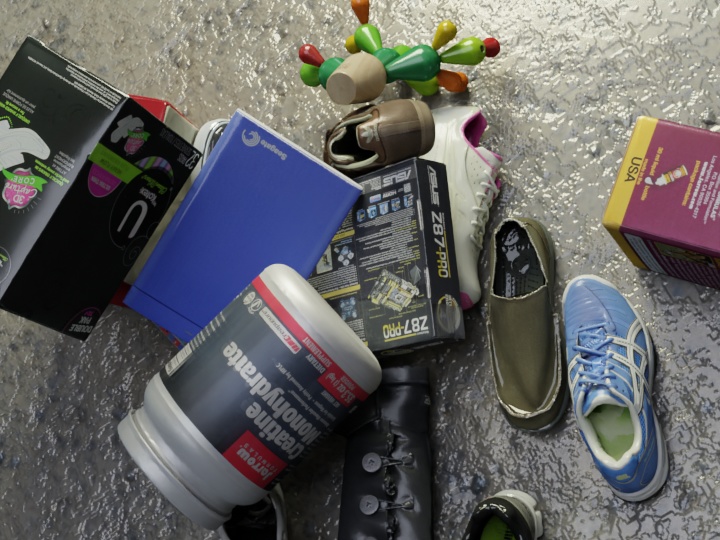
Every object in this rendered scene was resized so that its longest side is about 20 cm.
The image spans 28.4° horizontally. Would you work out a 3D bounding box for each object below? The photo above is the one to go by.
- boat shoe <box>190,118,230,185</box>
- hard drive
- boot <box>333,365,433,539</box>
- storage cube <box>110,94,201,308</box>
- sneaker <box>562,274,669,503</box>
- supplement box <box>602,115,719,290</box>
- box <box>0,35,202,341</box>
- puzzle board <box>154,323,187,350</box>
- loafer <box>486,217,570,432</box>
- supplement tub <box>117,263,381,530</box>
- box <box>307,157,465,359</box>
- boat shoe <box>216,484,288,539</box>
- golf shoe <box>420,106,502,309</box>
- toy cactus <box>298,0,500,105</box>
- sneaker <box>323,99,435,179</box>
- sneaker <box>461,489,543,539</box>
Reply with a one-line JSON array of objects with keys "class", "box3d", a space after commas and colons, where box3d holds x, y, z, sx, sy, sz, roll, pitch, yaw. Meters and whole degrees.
[{"class": "boat shoe", "box3d": [-0.108, -0.047, 1.327, 0.068, 0.071, 0.202, -15, 78, 52]}, {"class": "hard drive", "box3d": [-0.105, -0.023, 1.270, 0.131, 0.025, 0.201, 31, 99, -5]}, {"class": "boot", "box3d": [-0.010, 0.193, 1.287, 0.163, 0.066, 0.202, -7, 75, 23]}, {"class": "storage cube", "box3d": [-0.243, -0.068, 1.386, 0.178, 0.171, 0.202, 11, 79, 25]}, {"class": "sneaker", "box3d": [0.214, 0.092, 1.208, 0.075, 0.077, 0.202, -21, 65, 18]}, {"class": "supplement box", "box3d": [0.318, -0.041, 1.174, 0.199, 0.131, 0.104, 17, 81, 26]}, {"class": "box", "box3d": [-0.258, -0.065, 1.215, 0.124, 0.148, 0.201, 32, 88, 24]}, {"class": "puzzle board", "box3d": [-0.123, -0.003, 1.421, 0.151, 0.017, 0.200, 42, 93, 28]}, {"class": "loafer", "box3d": [0.139, 0.043, 1.260, 0.075, 0.070, 0.202, -12, 69, 20]}, {"class": "supplement tub", "box3d": [-0.093, 0.107, 1.208, 0.200, 0.140, 0.140, -44, 62, 0]}, {"class": "box", "box3d": [0.000, 0.000, 1.297, 0.199, 0.049, 0.163, -16, 74, 42]}, {"class": "boat shoe", "box3d": [-0.101, 0.217, 1.272, 0.071, 0.066, 0.201, -6, 37, -6]}, {"class": "golf shoe", "box3d": [0.093, -0.065, 1.315, 0.091, 0.075, 0.202, -16, 71, 12]}, {"class": "toy cactus", "box3d": [0.019, -0.198, 1.341, 0.198, 0.165, 0.103, 7, 112, 23]}, {"class": "sneaker", "box3d": [-0.006, -0.121, 1.314, 0.075, 0.200, 0.071, -9, 87, -25]}, {"class": "sneaker", "box3d": [0.107, 0.279, 1.190, 0.073, 0.087, 0.202, 4, 76, 24]}]
